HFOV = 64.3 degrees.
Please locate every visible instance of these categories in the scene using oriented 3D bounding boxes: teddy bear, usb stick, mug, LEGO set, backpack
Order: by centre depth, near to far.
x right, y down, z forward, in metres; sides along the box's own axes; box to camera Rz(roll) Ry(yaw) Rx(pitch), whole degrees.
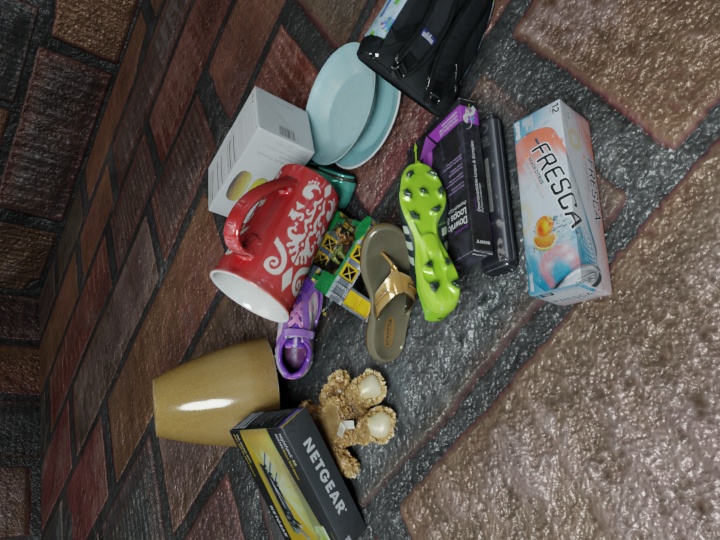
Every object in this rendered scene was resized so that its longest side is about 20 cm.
[{"bbox_3d":[0.165,-0.095,0.717,0.055,0.032,0.207,-28,60,54],"label":"usb stick"},{"bbox_3d":[0.097,-0.341,0.778,0.203,0.160,0.154,-58,27,13],"label":"backpack"},{"bbox_3d":[-0.114,-0.052,0.839,0.204,0.131,0.178,-63,2,-23],"label":"mug"},{"bbox_3d":[-0.021,0.222,0.850,0.201,0.066,0.147,-50,63,29],"label":"teddy bear"},{"bbox_3d":[0.000,0.000,0.864,0.157,0.114,0.199,-62,24,-11],"label":"LEGO set"}]

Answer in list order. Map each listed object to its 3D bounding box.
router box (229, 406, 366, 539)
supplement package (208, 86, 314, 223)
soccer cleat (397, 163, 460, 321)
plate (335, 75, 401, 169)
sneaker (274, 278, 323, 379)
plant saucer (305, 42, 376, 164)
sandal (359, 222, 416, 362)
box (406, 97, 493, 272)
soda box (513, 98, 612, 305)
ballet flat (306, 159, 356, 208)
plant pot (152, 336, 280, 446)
[{"bbox_3d":[-0.095,0.306,0.842,0.155,0.052,0.205,-20,99,47],"label":"router box"},{"bbox_3d":[-0.180,-0.192,1.011,0.200,0.111,0.112,-47,41,36],"label":"supplement package"},{"bbox_3d":[0.078,-0.037,0.707,0.082,0.065,0.206,108,158,-61],"label":"soccer cleat"},{"bbox_3d":[0.008,-0.270,0.969,0.197,0.025,0.208,-19,66,49],"label":"plate"},{"bbox_3d":[-0.103,0.088,0.937,0.089,0.077,0.208,-105,19,-81],"label":"sneaker"},{"bbox_3d":[-0.027,-0.274,0.964,0.198,0.038,0.209,-17,68,49],"label":"plant saucer"},{"bbox_3d":[0.042,0.037,0.767,0.054,0.078,0.207,-138,44,-61],"label":"sandal"},{"bbox_3d":[0.112,-0.097,0.756,0.143,0.035,0.207,144,127,-60],"label":"box"},{"bbox_3d":[0.215,-0.072,0.616,0.063,0.067,0.207,-20,64,46],"label":"soda box"},{"bbox_3d":[-0.075,-0.160,1.013,0.199,0.066,0.073,40,118,50],"label":"ballet flat"},{"bbox_3d":[-0.255,0.222,0.990,0.185,0.193,0.194,176,90,-68],"label":"plant pot"}]
